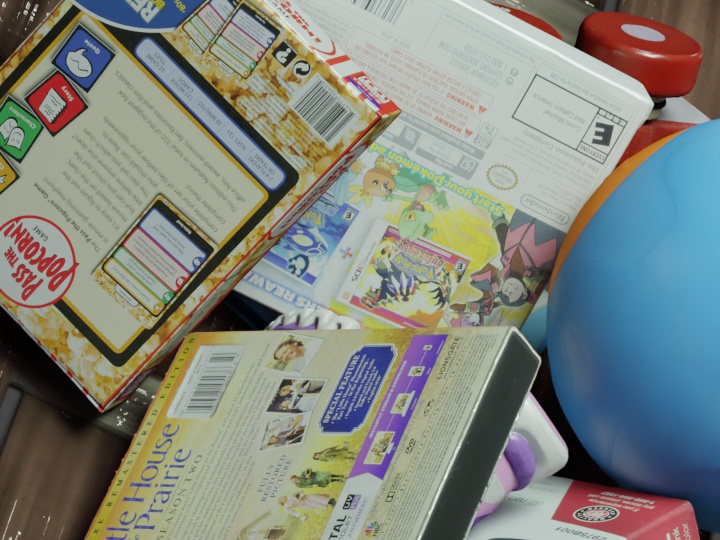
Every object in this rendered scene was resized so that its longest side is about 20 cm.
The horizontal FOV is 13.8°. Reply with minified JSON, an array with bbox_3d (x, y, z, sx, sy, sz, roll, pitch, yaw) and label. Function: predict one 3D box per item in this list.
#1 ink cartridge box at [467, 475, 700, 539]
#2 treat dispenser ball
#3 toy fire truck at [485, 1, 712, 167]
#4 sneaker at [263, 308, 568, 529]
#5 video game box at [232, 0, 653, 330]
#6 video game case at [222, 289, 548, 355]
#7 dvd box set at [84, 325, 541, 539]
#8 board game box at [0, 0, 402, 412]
[{"bbox_3d":[0.042,0.167,1.365,0.200,0.146,0.083,-23,110,-40],"label":"ink cartridge box"},{"bbox_3d":[0.188,0.027,1.423,0.200,0.201,0.201,15,54,-21],"label":"treat dispenser ball"},{"bbox_3d":[0.080,-0.097,1.586,0.200,0.112,0.168,3,25,-25],"label":"toy fire truck"},{"bbox_3d":[0.001,0.080,1.402,0.089,0.200,0.081,-50,126,-21],"label":"sneaker"},{"bbox_3d":[0.014,-0.054,1.470,0.200,0.182,0.047,27,13,-12],"label":"video game box"},{"bbox_3d":[0.000,0.000,1.549,0.200,0.018,0.143,42,48,1],"label":"video game case"},{"bbox_3d":[-0.028,0.092,1.333,0.029,0.200,0.147,48,54,-36],"label":"dvd box set"},{"bbox_3d":[-0.104,-0.056,1.416,0.152,0.200,0.046,46,14,4],"label":"board game box"}]
